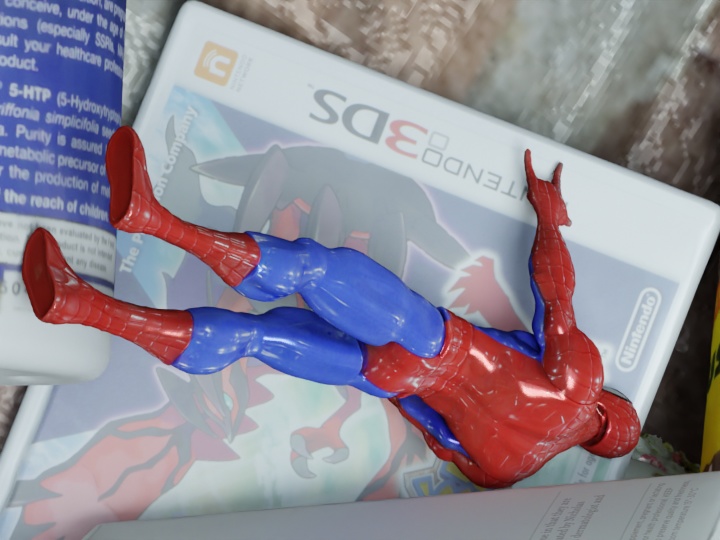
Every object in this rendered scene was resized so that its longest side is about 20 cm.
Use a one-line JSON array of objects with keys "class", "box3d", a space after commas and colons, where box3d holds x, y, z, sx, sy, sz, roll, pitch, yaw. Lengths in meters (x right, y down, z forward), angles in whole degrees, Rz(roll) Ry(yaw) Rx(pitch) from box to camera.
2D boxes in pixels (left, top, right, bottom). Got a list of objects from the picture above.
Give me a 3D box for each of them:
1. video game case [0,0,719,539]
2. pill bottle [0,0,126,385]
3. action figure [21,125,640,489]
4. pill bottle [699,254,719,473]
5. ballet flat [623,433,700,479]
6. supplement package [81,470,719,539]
[{"class": "video game case", "box3d": [-0.008, 0.041, 0.925, 0.181, 0.023, 0.201, 21, 87, 6]}, {"class": "pill bottle", "box3d": [-0.127, -0.070, 0.871, 0.119, 0.120, 0.201, 4, 85, -12]}, {"class": "action figure", "box3d": [0.000, 0.000, 0.866, 0.199, 0.099, 0.065, 24, 126, -30]}, {"class": "pill bottle", "box3d": [0.161, 0.019, 0.914, 0.109, 0.109, 0.201, 17, 59, -12]}, {"class": "ballet flat", "box3d": [0.114, 0.099, 0.955, 0.199, 0.064, 0.076, 28, 75, -11]}, {"class": "supplement package", "box3d": [0.008, 0.135, 0.830, 0.199, 0.117, 0.118, -6, 107, 19]}]
